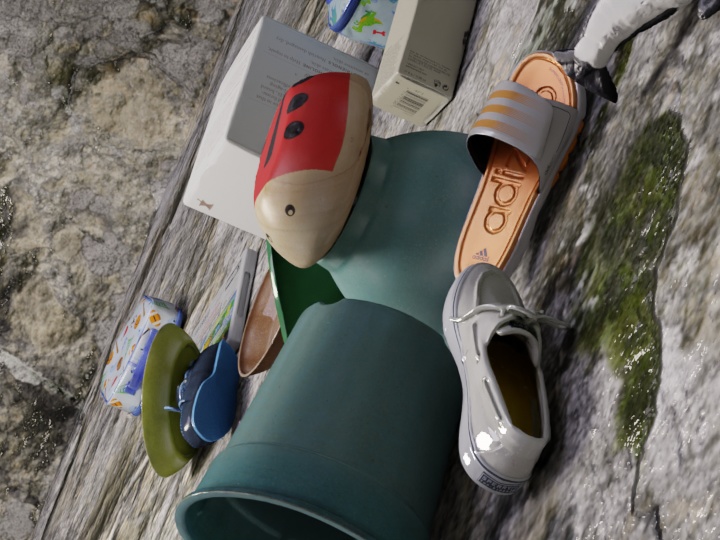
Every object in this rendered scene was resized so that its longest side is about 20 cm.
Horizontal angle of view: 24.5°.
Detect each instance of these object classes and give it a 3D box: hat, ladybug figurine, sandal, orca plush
[{"bbox_3d":[0.000,0.000,1.752,0.166,0.174,0.201,-94,-8,-56],"label":"hat"},{"bbox_3d":[-0.043,-0.094,1.400,0.136,0.071,0.201,-53,20,44],"label":"ladybug figurine"},{"bbox_3d":[0.117,-0.085,1.309,0.079,0.059,0.208,11,77,37],"label":"sandal"},{"bbox_3d":[0.229,-0.208,1.193,0.105,0.071,0.201,41,121,28],"label":"orca plush"}]

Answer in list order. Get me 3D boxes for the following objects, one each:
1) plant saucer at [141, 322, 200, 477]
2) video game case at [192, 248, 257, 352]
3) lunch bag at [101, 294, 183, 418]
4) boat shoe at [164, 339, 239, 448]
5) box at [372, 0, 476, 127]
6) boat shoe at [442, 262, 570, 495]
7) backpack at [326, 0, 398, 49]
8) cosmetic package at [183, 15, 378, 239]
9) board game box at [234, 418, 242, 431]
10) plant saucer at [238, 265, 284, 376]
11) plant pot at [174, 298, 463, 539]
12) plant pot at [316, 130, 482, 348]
[{"bbox_3d":[-0.238,0.170,2.162,0.200,0.031,0.202,1,-90,-77],"label":"plant saucer"},{"bbox_3d":[-0.203,0.095,2.333,0.200,0.022,0.183,-54,19,39],"label":"video game case"},{"bbox_3d":[-0.360,0.143,2.727,0.201,0.075,0.160,-67,17,-1],"label":"lunch bag"},{"bbox_3d":[-0.197,0.167,2.091,0.068,0.085,0.200,-26,17,19],"label":"boat shoe"},{"bbox_3d":[0.075,-0.262,1.766,0.082,0.068,0.201,-39,32,61],"label":"box"},{"bbox_3d":[0.106,0.054,1.174,0.086,0.074,0.203,-56,21,39],"label":"boat shoe"},{"bbox_3d":[0.013,-0.372,2.001,0.201,0.146,0.184,-96,29,-56],"label":"backpack"},{"bbox_3d":[-0.099,-0.167,2.058,0.167,0.165,0.201,-46,25,55],"label":"cosmetic package"},{"bbox_3d":[-0.139,0.256,1.853,0.200,0.032,0.121,-120,49,-72],"label":"board game box"},{"bbox_3d":[-0.090,0.038,1.979,0.201,0.036,0.201,-59,17,31],"label":"plant saucer"},{"bbox_3d":[-0.013,0.143,1.279,0.200,0.199,0.197,-44,18,56],"label":"plant pot"},{"bbox_3d":[0.041,-0.037,1.427,0.201,0.133,0.201,-58,18,31],"label":"plant pot"}]
